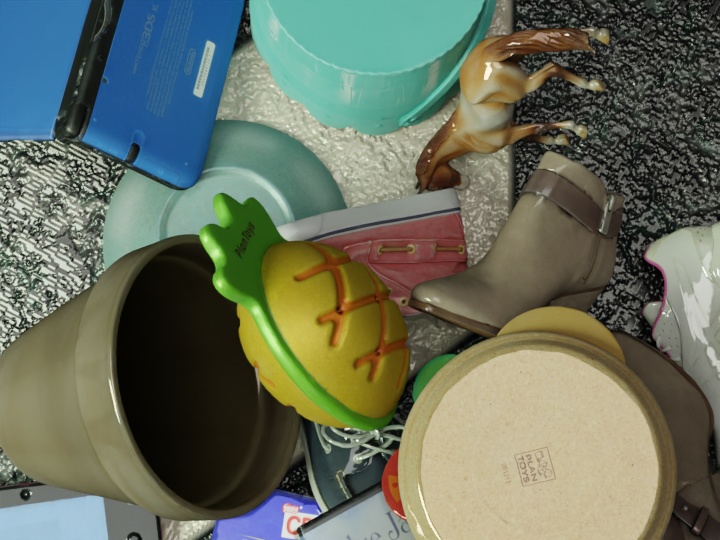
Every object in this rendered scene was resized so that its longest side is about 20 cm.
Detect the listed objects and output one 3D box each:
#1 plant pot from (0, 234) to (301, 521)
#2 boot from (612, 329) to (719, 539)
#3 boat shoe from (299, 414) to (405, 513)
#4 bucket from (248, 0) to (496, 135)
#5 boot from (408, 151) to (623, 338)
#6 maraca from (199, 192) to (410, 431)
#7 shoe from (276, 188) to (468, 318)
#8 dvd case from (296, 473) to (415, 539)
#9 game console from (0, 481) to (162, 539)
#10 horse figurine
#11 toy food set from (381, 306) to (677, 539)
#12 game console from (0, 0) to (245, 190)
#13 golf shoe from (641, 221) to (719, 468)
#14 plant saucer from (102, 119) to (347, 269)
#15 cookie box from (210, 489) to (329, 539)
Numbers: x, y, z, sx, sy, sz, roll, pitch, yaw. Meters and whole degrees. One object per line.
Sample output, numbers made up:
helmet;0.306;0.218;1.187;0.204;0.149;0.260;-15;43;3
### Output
plant pot;-0.170;0.087;1.153;0.173;0.200;0.201;-12;81;34
boot;0.208;0.139;1.184;0.146;0.070;0.200;-14;59;-46
boat shoe;-0.002;0.123;1.186;0.074;0.062;0.201;-2;50;-24
bucket;0.009;-0.220;1.238;0.206;0.135;0.209;0;82;-3
boot;0.124;-0.018;1.200;0.070;0.200;0.147;23;92;38
maraca;-0.040;0.030;1.115;0.107;0.137;0.200;-34;111;22
shoe;0.000;0.000;1.218;0.199;0.071;0.092;-13;87;-29
dvd case;0.061;0.237;1.121;0.142;0.018;0.201;-27;87;-16
game console;-0.246;0.251;1.212;0.199;0.031;0.178;-7;82;-4
horse figurine;0.117;-0.131;1.219;0.132;0.200;0.050;-2;60;-10
toy food set;0.118;0.137;1.101;0.197;0.049;0.201;-29;79;-3
game console;-0.205;-0.170;1.259;0.170;0.118;0.201;25;65;-30
golf shoe;0.272;0.062;1.255;0.091;0.075;0.201;-5;83;17
plant saucer;-0.105;-0.025;1.253;0.200;0.039;0.202;0;81;-3
cookie box;-0.042;0.274;1.197;0.170;0.075;0.201;14;82;-1
